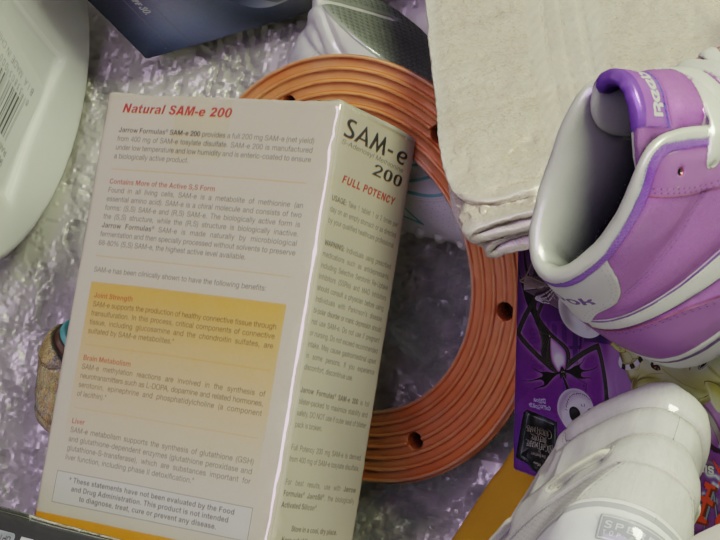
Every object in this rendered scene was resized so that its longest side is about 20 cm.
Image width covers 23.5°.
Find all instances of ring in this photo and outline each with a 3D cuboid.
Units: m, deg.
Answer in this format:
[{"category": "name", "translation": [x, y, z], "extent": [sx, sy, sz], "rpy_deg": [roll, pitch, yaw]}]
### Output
[{"category": "ring", "translation": [0.000, 0.000, 0.804], "extent": [0.199, 0.019, 0.202], "rpy_deg": [8, 105, 34]}]

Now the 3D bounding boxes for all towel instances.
[{"category": "towel", "translation": [0.094, -0.093, 0.723], "extent": [0.131, 0.035, 0.201], "rpy_deg": [-11, 49, 10]}]

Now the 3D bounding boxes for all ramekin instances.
[{"category": "ramekin", "translation": [-0.213, -0.095, 0.852], "extent": [0.097, 0.200, 0.202], "rpy_deg": [13, 85, 14]}]

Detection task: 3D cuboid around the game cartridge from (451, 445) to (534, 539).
[{"category": "game cartridge", "translation": [0.085, 0.174, 0.732], "extent": [0.201, 0.032, 0.176], "rpy_deg": [-56, 39, 2]}]

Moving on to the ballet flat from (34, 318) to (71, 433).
[{"category": "ballet flat", "translation": [-0.086, 0.101, 0.838], "extent": [0.200, 0.071, 0.071], "rpy_deg": [37, 94, 22]}]

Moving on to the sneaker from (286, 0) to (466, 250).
[{"category": "sneaker", "translation": [0.039, -0.046, 0.819], "extent": [0.200, 0.070, 0.081], "rpy_deg": [44, 120, 19]}]

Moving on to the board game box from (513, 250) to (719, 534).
[{"category": "board game box", "translation": [0.138, 0.043, 0.668], "extent": [0.199, 0.032, 0.121], "rpy_deg": [14, 112, 48]}]

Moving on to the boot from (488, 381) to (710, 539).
[{"category": "boot", "translation": [0.077, 0.126, 0.680], "extent": [0.073, 0.096, 0.200], "rpy_deg": [33, 136, -2]}]

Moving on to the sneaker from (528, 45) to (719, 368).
[{"category": "sneaker", "translation": [0.138, -0.058, 0.577], "extent": [0.201, 0.114, 0.073], "rpy_deg": [-51, 46, 9]}]

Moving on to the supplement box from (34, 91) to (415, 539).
[{"category": "supplement box", "translation": [-0.058, 0.028, 0.753], "extent": [0.125, 0.073, 0.202], "rpy_deg": [6, 83, 31]}]

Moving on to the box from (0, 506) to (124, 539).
[{"category": "box", "translation": [-0.091, 0.155, 0.727], "extent": [0.198, 0.158, 0.050], "rpy_deg": [10, 66, 22]}]

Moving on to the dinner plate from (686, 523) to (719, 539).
[{"category": "dinner plate", "translation": [0.144, 0.169, 0.523], "extent": [0.198, 0.024, 0.202], "rpy_deg": [-7, 73, 23]}]

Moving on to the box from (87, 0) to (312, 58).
[{"category": "box", "translation": [-0.061, -0.214, 0.801], "extent": [0.197, 0.200, 0.124], "rpy_deg": [-13, 65, 18]}]
